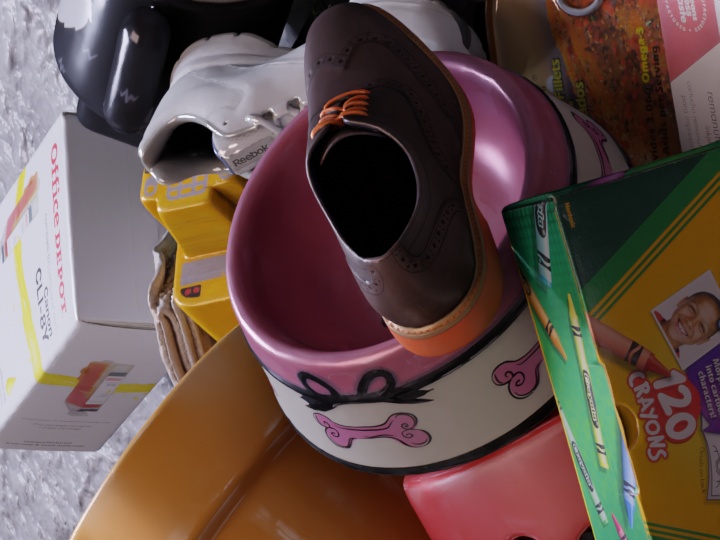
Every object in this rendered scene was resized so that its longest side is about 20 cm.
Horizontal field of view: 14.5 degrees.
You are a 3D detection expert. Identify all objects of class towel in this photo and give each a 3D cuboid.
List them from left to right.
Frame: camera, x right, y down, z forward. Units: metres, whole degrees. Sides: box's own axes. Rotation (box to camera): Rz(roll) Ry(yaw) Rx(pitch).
[{"bbox_3d":[-0.082,0.035,1.631,0.034,0.200,0.133,-11,108,10],"label":"towel"}]

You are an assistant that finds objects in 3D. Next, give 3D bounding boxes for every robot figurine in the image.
[{"bbox_3d":[-0.100,-0.154,1.537,0.150,0.124,0.200,61,148,31],"label":"robot figurine"}]

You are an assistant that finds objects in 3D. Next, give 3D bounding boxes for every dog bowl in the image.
[{"bbox_3d":[0.025,-0.012,1.288,0.200,0.200,0.074,26,167,44],"label":"dog bowl"}]

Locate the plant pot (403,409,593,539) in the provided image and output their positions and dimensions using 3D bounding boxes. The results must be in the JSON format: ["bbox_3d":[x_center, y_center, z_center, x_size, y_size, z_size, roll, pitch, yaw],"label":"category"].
[{"bbox_3d":[0.148,0.123,1.332,0.183,0.200,0.200,58,147,-1],"label":"plant pot"}]

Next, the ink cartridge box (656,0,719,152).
[{"bbox_3d":[0.221,-0.086,1.207,0.200,0.067,0.117,12,120,51],"label":"ink cartridge box"}]

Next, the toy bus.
[{"bbox_3d":[-0.045,0.010,1.548,0.065,0.079,0.200,-11,146,27],"label":"toy bus"}]

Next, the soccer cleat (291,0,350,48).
[{"bbox_3d":[-0.016,-0.100,1.516,0.068,0.081,0.200,48,143,24],"label":"soccer cleat"}]

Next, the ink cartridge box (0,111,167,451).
[{"bbox_3d":[-0.174,0.009,1.763,0.200,0.083,0.146,134,135,-55],"label":"ink cartridge box"}]

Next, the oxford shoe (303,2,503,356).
[{"bbox_3d":[0.009,-0.057,1.227,0.073,0.071,0.200,46,-163,-44],"label":"oxford shoe"}]

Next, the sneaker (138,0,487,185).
[{"bbox_3d":[-0.024,-0.080,1.404,0.200,0.087,0.075,-14,120,38],"label":"sneaker"}]

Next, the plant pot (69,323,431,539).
[{"bbox_3d":[-0.026,0.150,1.434,0.183,0.200,0.200,35,140,11],"label":"plant pot"}]

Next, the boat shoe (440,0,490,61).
[{"bbox_3d":[0.055,-0.155,1.397,0.065,0.072,0.200,33,138,29],"label":"boat shoe"}]

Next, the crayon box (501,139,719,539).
[{"bbox_3d":[0.148,0.050,1.205,0.058,0.118,0.201,-11,96,69],"label":"crayon box"}]

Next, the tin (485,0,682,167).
[{"bbox_3d":[0.117,-0.076,1.339,0.112,0.042,0.201,-5,92,37],"label":"tin"}]
